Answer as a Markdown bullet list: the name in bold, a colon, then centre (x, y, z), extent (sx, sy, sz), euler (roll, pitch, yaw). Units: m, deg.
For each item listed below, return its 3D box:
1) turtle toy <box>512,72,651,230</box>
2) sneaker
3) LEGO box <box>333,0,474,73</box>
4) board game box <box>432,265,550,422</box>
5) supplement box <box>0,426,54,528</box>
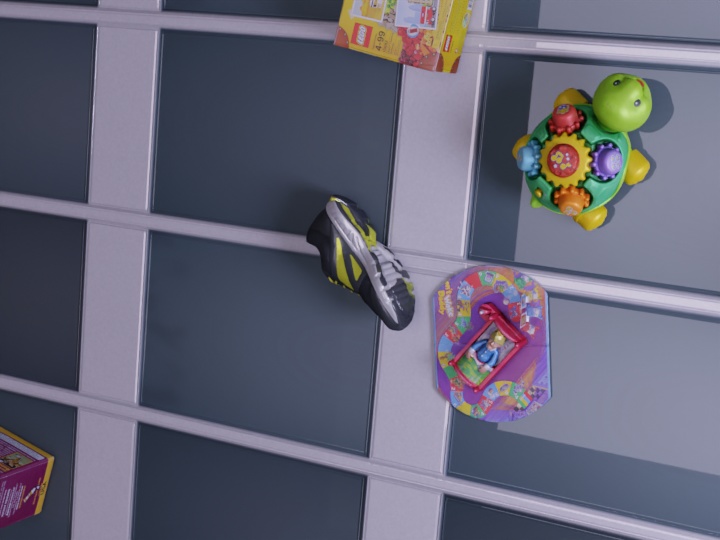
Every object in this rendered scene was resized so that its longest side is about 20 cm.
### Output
- **turtle toy**: centre (0.266, -0.148, 1.431), extent (0.146, 0.101, 0.200), euler (46, 112, 14)
- **sneaker**: centre (0.000, 0.000, 1.599), extent (0.084, 0.074, 0.201), euler (-40, 69, 29)
- **LEGO box**: centre (0.066, -0.363, 1.518), extent (0.147, 0.077, 0.202), euler (19, 103, 22)
- **board game box**: centre (0.159, 0.096, 1.541), extent (0.156, 0.039, 0.203), euler (0, 95, 26)
- **supplement box**: centre (-0.582, 0.323, 1.835), extent (0.130, 0.199, 0.104), euler (24, 105, 22)
